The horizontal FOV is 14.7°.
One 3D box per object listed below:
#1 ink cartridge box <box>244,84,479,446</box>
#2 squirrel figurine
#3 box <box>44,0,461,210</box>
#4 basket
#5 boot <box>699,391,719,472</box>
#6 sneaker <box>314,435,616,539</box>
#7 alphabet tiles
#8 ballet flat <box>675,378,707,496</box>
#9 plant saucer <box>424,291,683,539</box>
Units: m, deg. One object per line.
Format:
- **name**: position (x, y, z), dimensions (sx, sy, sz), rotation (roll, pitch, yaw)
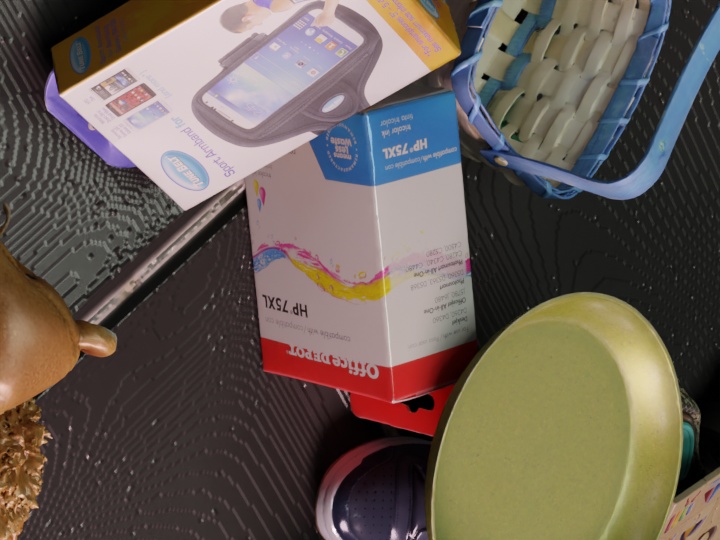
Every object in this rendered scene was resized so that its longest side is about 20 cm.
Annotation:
- **ink cartridge box**: position (0.000, 0.000, 1.533), dimensions (0.067, 0.116, 0.201), rotation (-16, 107, -37)
- **squirrel figurine**: position (-0.192, 0.048, 1.333), dimensions (0.141, 0.186, 0.201), rotation (-26, 113, -34)
- **box**: position (-0.062, -0.107, 1.429), dimensions (0.199, 0.042, 0.119), rotation (-30, 138, 16)
- **basket**: position (0.121, -0.131, 1.555), dimensions (0.139, 0.199, 0.177), rotation (41, 72, -36)
- **boot**: position (0.316, 0.109, 1.840), dimensions (0.158, 0.079, 0.211), rotation (-51, 125, -22)
- **sneaker**: position (0.076, 0.141, 1.625), dimensions (0.199, 0.108, 0.071), rotation (5, 94, -40)
- **alphabet tiles**: position (0.183, 0.189, 1.707), dimensions (0.166, 0.006, 0.201), rotation (-28, 150, -43)
- **ballet flat**: position (0.180, 0.118, 1.722), dimensions (0.067, 0.076, 0.201), rotation (-12, 142, -3)
- **plant saucer**: position (0.102, 0.109, 1.548), dimensions (0.199, 0.031, 0.201), rotation (-12, 107, -41)
